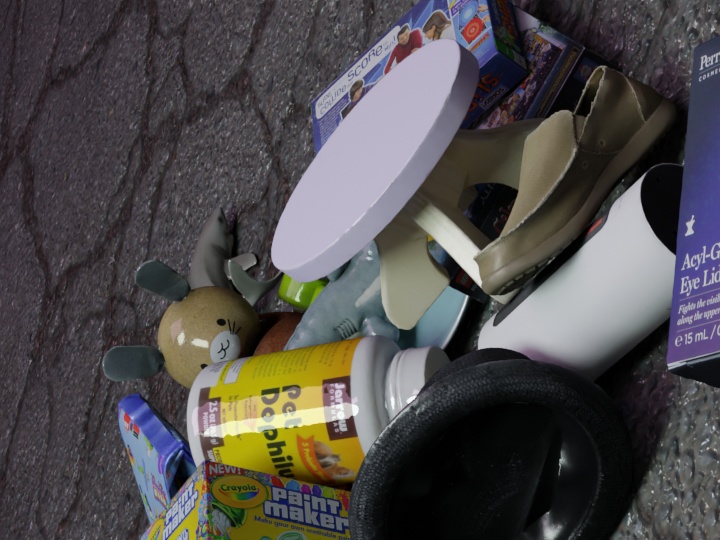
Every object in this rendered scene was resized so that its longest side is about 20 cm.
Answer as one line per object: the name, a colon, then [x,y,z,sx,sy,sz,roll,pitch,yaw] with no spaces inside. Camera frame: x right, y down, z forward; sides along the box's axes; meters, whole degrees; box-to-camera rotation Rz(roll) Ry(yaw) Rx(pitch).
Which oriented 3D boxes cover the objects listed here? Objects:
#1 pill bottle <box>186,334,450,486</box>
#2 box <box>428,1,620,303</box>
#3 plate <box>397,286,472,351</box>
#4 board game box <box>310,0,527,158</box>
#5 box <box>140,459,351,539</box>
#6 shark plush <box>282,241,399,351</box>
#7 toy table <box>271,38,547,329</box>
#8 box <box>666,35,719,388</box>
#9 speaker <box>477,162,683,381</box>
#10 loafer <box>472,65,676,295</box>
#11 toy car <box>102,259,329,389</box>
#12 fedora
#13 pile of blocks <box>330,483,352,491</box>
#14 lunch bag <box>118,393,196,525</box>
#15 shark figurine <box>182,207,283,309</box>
pill bottle: [-0.027,0.112,1.475,0.198,0.109,0.110,-11,60,22]
box: [0.103,-0.092,1.444,0.201,0.037,0.137,-60,29,10]
plate: [0.057,-0.004,1.550,0.200,0.025,0.202,-44,38,48]
board game box: [0.041,-0.142,1.493,0.200,0.034,0.136,-40,36,29]
box: [-0.049,0.269,1.409,0.122,0.198,0.194,-51,35,42]
shark plush: [0.000,0.000,1.539,0.201,0.083,0.091,-67,25,16]
toy table: [0.044,-0.053,1.338,0.200,0.117,0.185,-44,29,27]
box: [0.257,-0.040,1.047,0.148,0.103,0.202,-25,54,60]
speaker: [0.161,0.015,1.251,0.200,0.081,0.082,-47,36,47]
loafer: [0.131,-0.061,1.265,0.200,0.067,0.076,-46,0,-31]
toy car: [-0.117,0.067,1.659,0.158,0.199,0.166,27,97,66]
fedora: [0.080,0.124,1.250,0.202,0.199,0.092,-61,20,27]
pile of blocks: [-0.030,0.234,1.578,0.062,0.082,0.202,18,105,23]
lunch bag: [-0.152,0.200,1.664,0.094,0.201,0.150,-32,24,-10]
shark figurine: [-0.152,0.016,1.917,0.214,0.089,0.129,39,113,66]
